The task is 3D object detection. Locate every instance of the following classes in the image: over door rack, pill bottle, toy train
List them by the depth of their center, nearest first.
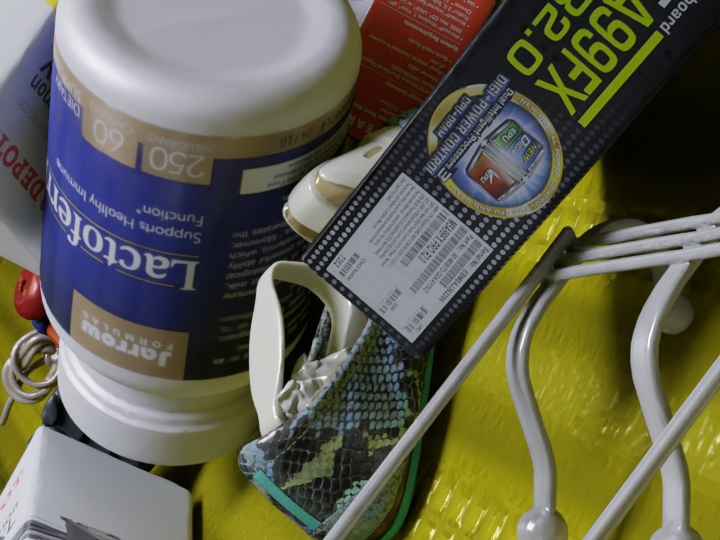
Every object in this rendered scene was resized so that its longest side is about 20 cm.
[{"bbox_3d":[0.035,0.057,0.416,0.200,0.067,0.148,-39,9,-19],"label":"over door rack"},{"bbox_3d":[-0.069,-0.023,0.768,0.116,0.115,0.201,-83,4,-48],"label":"pill bottle"},{"bbox_3d":[-0.145,0.046,1.056,0.201,0.084,0.116,-57,31,23],"label":"toy train"}]

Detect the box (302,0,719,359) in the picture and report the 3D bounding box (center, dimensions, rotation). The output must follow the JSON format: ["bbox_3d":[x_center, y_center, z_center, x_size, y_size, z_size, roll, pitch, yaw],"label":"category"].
[{"bbox_3d":[0.079,-0.086,0.511,0.200,0.044,0.160,-51,0,38],"label":"box"}]

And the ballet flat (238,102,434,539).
[{"bbox_3d":[0.000,0.000,0.680,0.074,0.074,0.201,-46,24,46],"label":"ballet flat"}]

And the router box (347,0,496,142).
[{"bbox_3d":[0.019,-0.149,0.873,0.181,0.049,0.200,-63,16,4],"label":"router box"}]

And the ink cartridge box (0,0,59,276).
[{"bbox_3d":[-0.122,-0.112,0.814,0.201,0.083,0.145,-57,-19,-12],"label":"ink cartridge box"}]

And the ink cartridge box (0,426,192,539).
[{"bbox_3d":[-0.135,0.182,0.800,0.146,0.083,0.200,-58,18,20],"label":"ink cartridge box"}]

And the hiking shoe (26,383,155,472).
[{"bbox_3d":[-0.087,0.020,0.912,0.201,0.074,0.087,-53,-2,5],"label":"hiking shoe"}]
